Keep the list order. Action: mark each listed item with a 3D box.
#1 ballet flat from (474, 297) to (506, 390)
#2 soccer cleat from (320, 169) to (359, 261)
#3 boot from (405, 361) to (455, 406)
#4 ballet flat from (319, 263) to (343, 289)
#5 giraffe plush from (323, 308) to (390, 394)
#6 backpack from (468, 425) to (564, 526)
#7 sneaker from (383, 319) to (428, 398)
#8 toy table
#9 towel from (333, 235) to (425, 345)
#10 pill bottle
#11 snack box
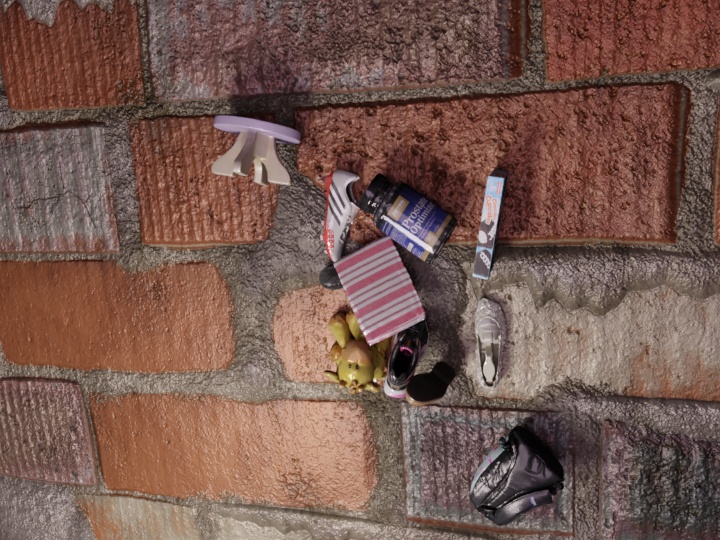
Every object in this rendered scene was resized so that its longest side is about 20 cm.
[{"bbox_3d":[0.282,0.164,1.533,0.070,0.072,0.206,-1,102,16],"label":"ballet flat"},{"bbox_3d":[-0.040,-0.118,1.559,0.083,0.068,0.206,5,100,19],"label":"soccer cleat"},{"bbox_3d":[0.143,0.263,1.528,0.073,0.199,0.076,40,114,18],"label":"boot"},{"bbox_3d":[0.000,0.000,1.593,0.195,0.057,0.068,-10,79,13],"label":"ballet flat"},{"bbox_3d":[-0.007,0.198,1.574,0.169,0.162,0.205,-15,99,19],"label":"giraffe plush"},{"bbox_3d":[0.334,0.460,1.558,0.167,0.126,0.201,45,113,14],"label":"backpack"},{"bbox_3d":[0.105,0.170,1.526,0.078,0.204,0.087,11,148,5],"label":"sneaker"},{"bbox_3d":[-0.230,-0.257,1.535,0.195,0.183,0.121,10,90,22],"label":"toy table"},{"bbox_3d":[0.041,0.041,1.539,0.143,0.030,0.204,-24,79,-2],"label":"towel"},{"bbox_3d":[0.097,-0.113,1.494,0.198,0.112,0.113,34,110,5],"label":"pill bottle"},{"bbox_3d":[0.266,-0.097,1.445,0.036,0.116,0.206,10,107,13],"label":"snack box"}]
